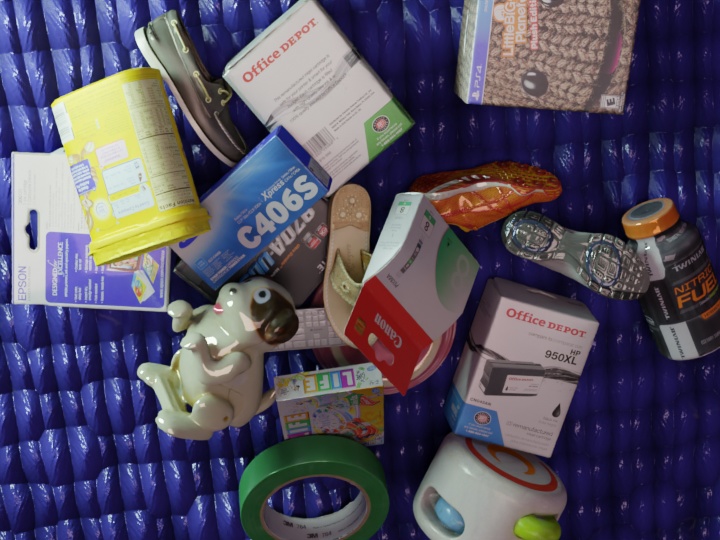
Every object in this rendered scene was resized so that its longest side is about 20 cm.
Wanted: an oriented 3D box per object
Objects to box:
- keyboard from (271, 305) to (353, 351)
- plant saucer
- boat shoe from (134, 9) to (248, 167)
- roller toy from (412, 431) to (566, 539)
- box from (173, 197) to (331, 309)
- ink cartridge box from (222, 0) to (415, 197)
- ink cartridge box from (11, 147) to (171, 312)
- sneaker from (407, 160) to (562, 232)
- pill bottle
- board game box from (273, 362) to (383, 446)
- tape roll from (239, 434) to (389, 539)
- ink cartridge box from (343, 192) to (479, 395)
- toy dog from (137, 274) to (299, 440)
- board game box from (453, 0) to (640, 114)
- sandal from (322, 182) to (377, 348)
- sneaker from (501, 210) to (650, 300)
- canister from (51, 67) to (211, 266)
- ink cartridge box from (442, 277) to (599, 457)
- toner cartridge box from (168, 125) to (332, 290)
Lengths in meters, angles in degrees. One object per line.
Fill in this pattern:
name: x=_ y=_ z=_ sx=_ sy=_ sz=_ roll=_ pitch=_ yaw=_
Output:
keyboard: x=-0.105 y=0.078 z=1.597 sx=0.198 sy=0.011 sz=0.057 roll=-4 pitch=110 yaw=-1
plant saucer: x=0.030 y=0.074 z=1.638 sx=0.198 sy=0.051 sz=0.202 roll=-2 pitch=107 yaw=-6
boat shoe: x=-0.193 y=-0.219 z=1.513 sx=0.060 sy=0.072 sz=0.202 roll=-32 pitch=104 yaw=10
roller toy: x=0.169 y=0.310 z=1.657 sx=0.181 sy=0.200 sz=0.141 roll=26 pitch=104 yaw=1
box: x=-0.117 y=-0.031 z=1.592 sx=0.159 sy=0.046 sz=0.200 roll=39 pitch=101 yaw=-15
ink cartridge box: x=-0.052 y=-0.216 z=1.522 sx=0.146 sy=0.083 sz=0.200 roll=-38 pitch=108 yaw=7
ink cartridge box: x=-0.335 y=-0.052 z=1.565 sx=0.198 sy=0.043 sz=0.200 roll=3 pitch=106 yaw=-8
sneaker: x=0.159 y=-0.092 z=1.599 sx=0.198 sy=0.073 sz=0.078 roll=-6 pitch=124 yaw=3
pill bottle: x=0.407 y=0.008 z=1.626 sx=0.106 sy=0.106 sz=0.201 roll=-25 pitch=108 yaw=2
board game box: x=-0.037 y=0.183 z=1.606 sx=0.133 sy=0.034 sz=0.200 roll=-8 pitch=151 yaw=-3
tape roll: x=-0.062 y=0.304 z=1.663 sx=0.198 sy=0.048 sz=0.202 roll=-5 pitch=131 yaw=-6
ink cartridge box: x=0.067 y=0.031 z=1.533 sx=0.050 sy=0.201 sz=0.161 roll=0 pitch=147 yaw=36
toy dog: x=-0.154 y=0.101 z=1.528 sx=0.193 sy=0.140 sz=0.201 roll=21 pitch=113 yaw=-26
board game box: x=0.225 y=-0.283 z=1.523 sx=0.198 sy=0.097 sz=0.161 roll=2 pitch=107 yaw=-7
sandal: x=-0.006 y=0.001 z=1.542 sx=0.077 sy=0.070 sz=0.214 roll=-6 pitch=100 yaw=-12
sneaker: x=0.277 y=-0.022 z=1.596 sx=0.199 sy=0.087 sz=0.075 roll=26 pitch=91 yaw=7
canister: x=-0.272 y=-0.122 z=1.468 sx=0.147 sy=0.086 sz=0.202 roll=-16 pitch=91 yaw=23
ink cartridge box: x=0.212 y=0.128 z=1.655 sx=0.143 sy=0.084 sz=0.202 roll=15 pitch=105 yaw=-10
toner cartridge box: x=-0.138 y=-0.074 z=1.512 sx=0.200 sy=0.043 sz=0.095 roll=-40 pitch=104 yaw=19
